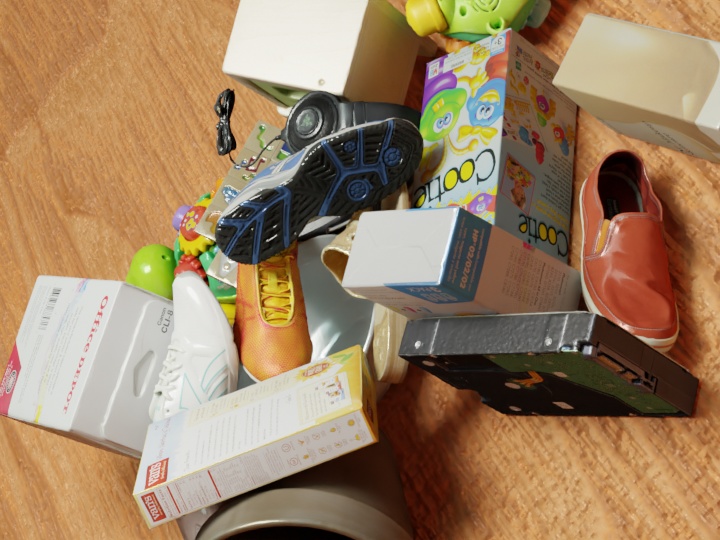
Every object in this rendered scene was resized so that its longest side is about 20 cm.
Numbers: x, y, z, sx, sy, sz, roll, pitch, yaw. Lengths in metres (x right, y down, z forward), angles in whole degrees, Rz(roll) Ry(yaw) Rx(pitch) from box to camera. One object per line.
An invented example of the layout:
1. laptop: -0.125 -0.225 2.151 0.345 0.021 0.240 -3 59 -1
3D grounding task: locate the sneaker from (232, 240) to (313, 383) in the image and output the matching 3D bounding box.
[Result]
1. sneaker: -0.084 0.020 1.570 0.077 0.073 0.200 93 168 -50

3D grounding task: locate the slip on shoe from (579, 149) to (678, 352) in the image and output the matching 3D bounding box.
1. slip on shoe: 0.215 -0.017 1.412 0.061 0.074 0.200 102 169 -48

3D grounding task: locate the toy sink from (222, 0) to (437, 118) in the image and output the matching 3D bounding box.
1. toy sink: -0.025 -0.201 1.701 0.130 0.200 0.112 14 87 22

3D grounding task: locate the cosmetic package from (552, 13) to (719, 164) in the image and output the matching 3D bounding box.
1. cosmetic package: 0.262 -0.141 1.426 0.200 0.105 0.071 25 86 54

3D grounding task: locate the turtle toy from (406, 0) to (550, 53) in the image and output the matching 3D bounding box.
1. turtle toy: 0.111 -0.281 1.674 0.145 0.101 0.200 -23 46 9

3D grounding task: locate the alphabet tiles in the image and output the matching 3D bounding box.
1. alphabet tiles: -0.062 -0.061 1.731 0.166 0.006 0.200 25 76 18

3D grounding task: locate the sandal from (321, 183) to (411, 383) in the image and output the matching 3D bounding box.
1. sandal: 0.001 -0.003 1.504 0.078 0.069 0.212 113 159 -54

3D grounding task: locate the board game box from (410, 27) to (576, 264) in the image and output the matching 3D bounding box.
1. board game box: 0.118 -0.091 1.553 0.103 0.105 0.200 -19 53 40

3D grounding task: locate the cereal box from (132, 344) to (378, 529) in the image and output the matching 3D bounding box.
1. cereal box: -0.084 0.134 1.445 0.200 0.040 0.144 -22 17 7

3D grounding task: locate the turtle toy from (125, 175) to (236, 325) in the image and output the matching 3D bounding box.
1. turtle toy: -0.154 -0.019 1.813 0.200 0.101 0.146 -35 44 29

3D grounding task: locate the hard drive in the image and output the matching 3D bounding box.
1. hard drive: 0.146 0.075 1.385 0.200 0.140 0.038 -4 64 48

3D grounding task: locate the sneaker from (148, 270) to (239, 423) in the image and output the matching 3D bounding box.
1. sneaker: -0.148 0.102 1.558 0.070 0.080 0.201 -172 72 -71

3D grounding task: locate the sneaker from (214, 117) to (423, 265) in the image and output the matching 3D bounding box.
1. sneaker: -0.039 -0.082 1.531 0.200 0.076 0.077 -25 24 9

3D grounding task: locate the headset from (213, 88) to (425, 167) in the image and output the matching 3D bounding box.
1. headset: -0.034 -0.130 1.617 0.199 0.124 0.094 -4 72 4

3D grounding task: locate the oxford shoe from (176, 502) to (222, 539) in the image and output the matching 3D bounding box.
1. oxford shoe: -0.168 0.215 1.700 0.071 0.073 0.200 -46 40 18

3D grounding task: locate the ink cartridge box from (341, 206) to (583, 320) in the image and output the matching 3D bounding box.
1. ink cartridge box: 0.099 0.016 1.430 0.115 0.200 0.068 -1 69 48

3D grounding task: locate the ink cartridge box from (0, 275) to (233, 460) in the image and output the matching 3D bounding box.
1. ink cartridge box: -0.229 0.096 1.662 0.200 0.144 0.146 4 73 59

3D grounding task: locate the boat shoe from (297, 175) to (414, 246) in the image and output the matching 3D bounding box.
1. boat shoe: -0.027 -0.069 1.689 0.200 0.060 0.074 -32 65 -1

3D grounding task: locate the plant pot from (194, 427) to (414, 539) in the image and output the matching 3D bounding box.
1. plant pot: -0.038 0.215 1.483 0.200 0.200 0.174 -34 29 29

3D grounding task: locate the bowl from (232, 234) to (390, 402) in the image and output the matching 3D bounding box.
1. bowl: -0.028 0.075 1.620 0.201 0.090 0.202 -28 48 35
